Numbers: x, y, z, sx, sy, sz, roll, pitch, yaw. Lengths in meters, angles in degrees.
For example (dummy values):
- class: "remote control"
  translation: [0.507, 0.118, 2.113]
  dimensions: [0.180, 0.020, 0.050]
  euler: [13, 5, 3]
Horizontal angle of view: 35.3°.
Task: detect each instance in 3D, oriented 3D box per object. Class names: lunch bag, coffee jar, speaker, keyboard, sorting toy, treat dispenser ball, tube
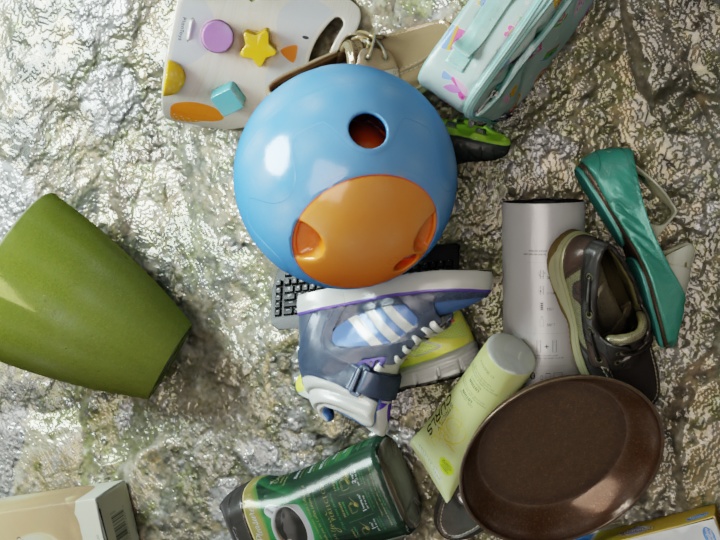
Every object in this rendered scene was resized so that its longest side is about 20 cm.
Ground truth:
- class: "lunch bag"
  translation: [0.141, -0.223, 1.026]
  dimensions: [0.077, 0.160, 0.200]
  euler: [37, 105, 10]
- class: "coffee jar"
  translation: [-0.044, 0.250, 1.183]
  dimensions: [0.200, 0.085, 0.104]
  euler: [-21, 93, 18]
- class: "speaker"
  translation: [0.176, 0.029, 1.088]
  dimensions: [0.081, 0.081, 0.200]
  euler: [0, 97, 17]
- class: "keyboard"
  translation: [0.000, 0.000, 1.138]
  dimensions: [0.200, 0.040, 0.104]
  euler: [-7, 61, 17]
- class: "sorting toy"
  translation: [-0.098, -0.229, 1.149]
  dimensions: [0.180, 0.107, 0.200]
  euler: [12, 101, -4]
- class: "treat dispenser ball"
  translation: [-0.013, -0.083, 1.013]
  dimensions: [0.201, 0.201, 0.201]
  euler: [2, 98, 17]
- class: "tube"
  translation: [0.104, 0.143, 1.099]
  dimensions: [0.052, 0.058, 0.200]
  euler: [22, 132, -6]

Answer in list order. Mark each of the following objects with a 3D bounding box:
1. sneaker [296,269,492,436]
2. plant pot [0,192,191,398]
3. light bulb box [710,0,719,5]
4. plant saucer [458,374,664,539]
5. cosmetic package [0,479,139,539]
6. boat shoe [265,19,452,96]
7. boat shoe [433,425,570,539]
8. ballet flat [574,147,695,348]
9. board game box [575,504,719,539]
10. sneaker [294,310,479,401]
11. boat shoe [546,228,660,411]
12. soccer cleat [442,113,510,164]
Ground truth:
- class: "sneaker"
  translation: [0.037, 0.080, 1.071]
  dimensions: [0.200, 0.081, 0.147]
  euler: [-9, 87, 17]
- class: "plant pot"
  translation: [-0.288, 0.047, 1.202]
  dimensions: [0.200, 0.187, 0.187]
  euler: [30, 105, -4]
- class: "light bulb box"
  translation: [0.416, -0.285, 0.950]
  dimensions: [0.200, 0.125, 0.198]
  euler: [31, 105, 13]
- class: "plant saucer"
  translation: [0.185, 0.172, 1.065]
  dimensions: [0.200, 0.037, 0.201]
  euler: [-5, 121, -8]
- class: "cosmetic package"
  translation: [-0.360, 0.310, 1.298]
  dimensions: [0.200, 0.071, 0.105]
  euler: [-13, 93, 18]
- class: "boat shoe"
  translation: [0.006, -0.195, 1.094]
  dimensions: [0.200, 0.065, 0.071]
  euler: [-28, 48, 1]
- class: "boat shoe"
  translation: [0.140, 0.203, 1.134]
  dimensions: [0.067, 0.057, 0.200]
  euler: [45, 107, 7]
- class: "ballet flat"
  translation: [0.273, -0.027, 1.062]
  dimensions: [0.070, 0.067, 0.200]
  euler: [-25, 91, 4]
- class: "board game box"
  translation: [0.277, 0.330, 1.116]
  dimensions: [0.200, 0.040, 0.153]
  euler: [-18, 91, 19]
- class: "sneaker"
  translation: [0.024, 0.083, 1.153]
  dimensions: [0.200, 0.078, 0.090]
  euler: [-16, 84, 13]
- class: "boat shoe"
  translation: [0.233, 0.055, 1.039]
  dimensions: [0.073, 0.065, 0.200]
  euler: [-38, 115, -16]
- class: "soccer cleat"
  translation: [0.053, -0.115, 1.123]
  dimensions: [0.200, 0.068, 0.081]
  euler: [7, 108, 23]
